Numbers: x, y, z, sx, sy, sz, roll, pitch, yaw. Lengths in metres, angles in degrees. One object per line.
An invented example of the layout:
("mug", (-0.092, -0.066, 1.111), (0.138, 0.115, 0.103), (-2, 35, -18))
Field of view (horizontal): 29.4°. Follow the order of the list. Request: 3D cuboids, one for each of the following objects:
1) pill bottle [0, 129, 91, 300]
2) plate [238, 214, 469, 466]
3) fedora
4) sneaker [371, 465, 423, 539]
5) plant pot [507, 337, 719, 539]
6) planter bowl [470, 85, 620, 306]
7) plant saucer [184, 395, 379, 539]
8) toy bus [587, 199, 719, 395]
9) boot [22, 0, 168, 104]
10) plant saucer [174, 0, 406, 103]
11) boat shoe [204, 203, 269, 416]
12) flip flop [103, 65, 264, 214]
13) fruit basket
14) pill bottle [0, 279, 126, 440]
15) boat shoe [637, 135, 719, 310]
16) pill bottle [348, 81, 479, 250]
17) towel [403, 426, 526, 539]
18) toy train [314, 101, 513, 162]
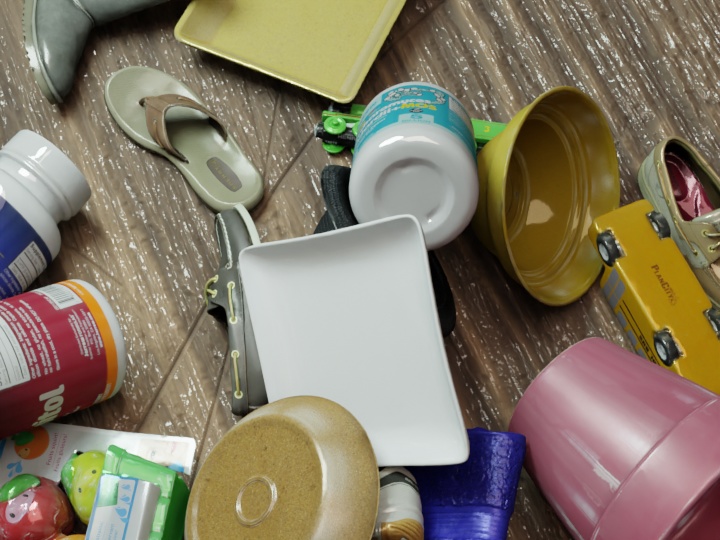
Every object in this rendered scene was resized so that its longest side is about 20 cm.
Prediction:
("pill bottle", (-0.345, -0.028, 1.248), (0.119, 0.120, 0.200), (34, 69, 13))
("plate", (-0.003, 0.064, 1.131), (0.032, 0.199, 0.201), (-16, 94, -50))
("fedora", (0.000, 0.000, 1.242), (0.092, 0.200, 0.201), (-39, 68, 17))
("sneaker", (-0.034, 0.222, 1.152), (0.199, 0.076, 0.088), (-19, 40, 21))
("plant pot", (0.229, 0.159, 1.153), (0.200, 0.200, 0.179), (-38, 56, -17))
("planter bowl", (0.157, -0.070, 1.279), (0.083, 0.200, 0.201), (6, 59, 41))
("plant saucer", (-0.075, 0.190, 1.107), (0.200, 0.035, 0.201), (-19, 56, 30))
("toy bus", (0.279, 0.038, 1.259), (0.065, 0.078, 0.201), (-22, 68, -11))
("boot", (-0.235, -0.266, 1.371), (0.199, 0.073, 0.183), (-11, 66, 3))
("plant saucer", (-0.058, -0.268, 1.403), (0.199, 0.049, 0.201), (22, 67, 12))
("boat shoe", (-0.110, 0.034, 1.252), (0.060, 0.072, 0.202), (-12, 69, -12))
("flip flop", (-0.170, -0.133, 1.335), (0.081, 0.058, 0.200), (-38, 72, -17))
("fruit basket", (-0.251, 0.215, 1.154), (0.199, 0.094, 0.186), (8, 65, 6))
("pill bottle", (-0.308, 0.085, 1.161), (0.200, 0.113, 0.113), (-19, 64, -39))
("boat shoe", (0.331, -0.040, 1.303), (0.074, 0.066, 0.200), (-27, 69, -13))
("pill bottle", (0.048, -0.102, 1.223), (0.110, 0.111, 0.200), (5, 24, 0))
("towel", (0.058, 0.227, 1.137), (0.049, 0.147, 0.201), (31, 59, -36))
("toy train", (0.055, -0.134, 1.354), (0.199, 0.042, 0.057), (10, 55, 3))
